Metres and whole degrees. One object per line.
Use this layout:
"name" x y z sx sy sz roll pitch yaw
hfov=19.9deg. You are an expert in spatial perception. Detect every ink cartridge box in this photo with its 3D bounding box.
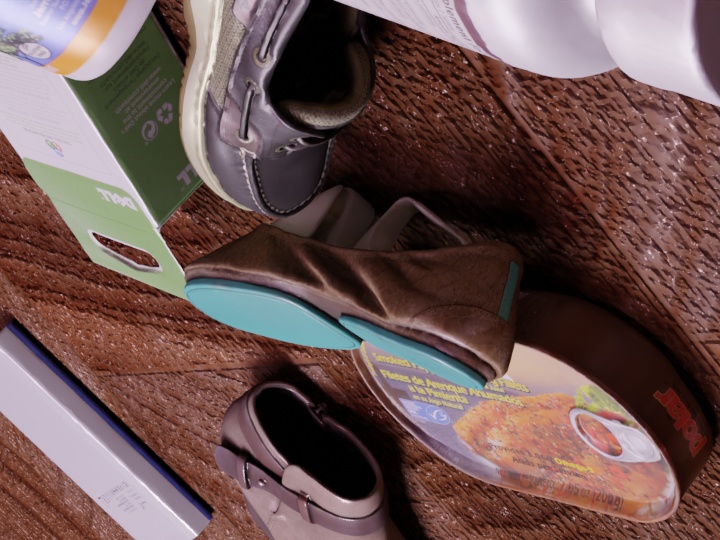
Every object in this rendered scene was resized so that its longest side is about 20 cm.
"ink cartridge box" -0.130 -0.082 0.980 0.103 0.059 0.201 18 147 45

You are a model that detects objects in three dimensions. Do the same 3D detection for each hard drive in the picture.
"hard drive" -0.202 0.127 1.507 0.200 0.025 0.132 44 157 -5

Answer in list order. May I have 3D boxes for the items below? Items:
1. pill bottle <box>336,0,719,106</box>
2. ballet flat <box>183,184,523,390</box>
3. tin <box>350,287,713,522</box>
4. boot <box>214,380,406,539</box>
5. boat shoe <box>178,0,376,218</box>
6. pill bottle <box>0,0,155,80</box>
"pill bottle" 0.037 -0.119 0.584 0.199 0.110 0.110 24 152 36
"ballet flat" 0.000 0.000 0.900 0.068 0.073 0.199 35 164 -35
"tin" 0.073 0.054 0.924 0.199 0.042 0.112 9 144 52
"boot" -0.004 0.149 1.176 0.199 0.070 0.147 37 154 12
"boat shoe" -0.028 -0.079 0.809 0.066 0.072 0.202 37 153 23
"pill bottle" -0.170 -0.155 0.755 0.199 0.113 0.112 20 166 -24
